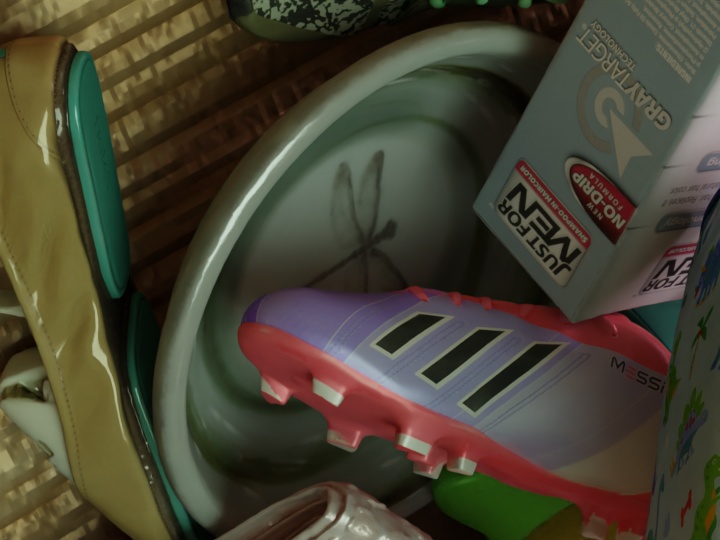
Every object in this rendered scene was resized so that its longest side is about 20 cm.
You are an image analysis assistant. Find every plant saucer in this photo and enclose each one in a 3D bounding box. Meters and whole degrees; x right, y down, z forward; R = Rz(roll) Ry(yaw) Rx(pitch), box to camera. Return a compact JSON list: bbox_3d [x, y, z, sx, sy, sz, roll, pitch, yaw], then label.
[{"bbox_3d":[0.000,0.000,0.991,0.200,0.050,0.201,-28,135,-31],"label":"plant saucer"}]

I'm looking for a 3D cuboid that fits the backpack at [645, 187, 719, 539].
[{"bbox_3d":[0.151,0.056,0.883,0.153,0.163,0.201,28,74,6],"label":"backpack"}]

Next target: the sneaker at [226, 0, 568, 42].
[{"bbox_3d":[0.052,-0.114,0.960,0.199,0.089,0.077,-17,118,-19],"label":"sneaker"}]

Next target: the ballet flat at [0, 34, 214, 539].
[{"bbox_3d":[-0.098,0.015,0.971,0.063,0.069,0.201,-9,117,9],"label":"ballet flat"}]

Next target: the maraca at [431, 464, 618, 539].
[{"bbox_3d":[0.101,0.108,1.068,0.136,0.107,0.200,-21,130,5],"label":"maraca"}]

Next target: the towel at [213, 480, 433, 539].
[{"bbox_3d":[-0.004,0.155,1.027,0.191,0.032,0.200,-28,132,36],"label":"towel"}]

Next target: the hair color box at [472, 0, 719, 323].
[{"bbox_3d":[0.125,-0.081,0.928,0.099,0.061,0.201,-9,137,-42],"label":"hair color box"}]

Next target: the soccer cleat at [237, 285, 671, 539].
[{"bbox_3d":[0.050,0.036,0.953,0.199,0.067,0.077,24,78,-25],"label":"soccer cleat"}]

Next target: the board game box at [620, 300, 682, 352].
[{"bbox_3d":[0.192,0.009,1.111,0.151,0.047,0.200,-45,124,-2],"label":"board game box"}]
